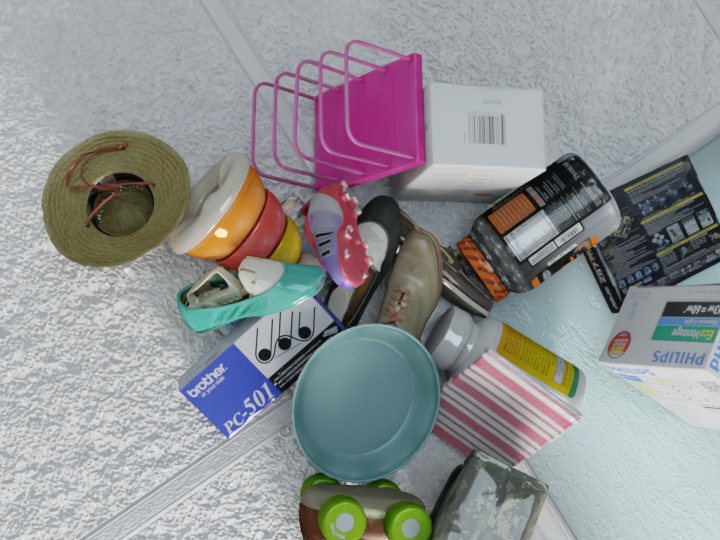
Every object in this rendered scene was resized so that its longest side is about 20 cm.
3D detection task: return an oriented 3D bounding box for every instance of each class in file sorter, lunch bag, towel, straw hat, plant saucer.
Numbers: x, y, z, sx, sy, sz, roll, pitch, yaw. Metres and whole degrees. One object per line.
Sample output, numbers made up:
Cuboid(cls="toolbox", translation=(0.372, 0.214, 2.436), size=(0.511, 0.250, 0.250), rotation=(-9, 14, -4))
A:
Cuboid(cls="file sorter", translation=(-0.033, -0.189, 1.314), size=(0.125, 0.199, 0.140), rotation=(8, 76, -40))
Cuboid(cls="lunch bag", translation=(0.140, 0.326, 1.296), size=(0.117, 0.200, 0.165), rotation=(25, 71, 7))
Cuboid(cls="towel", translation=(0.168, 0.179, 1.329), size=(0.146, 0.200, 0.030), rotation=(35, 49, -5))
Cuboid(cls="straw hat", translation=(-0.291, -0.073, 1.309), size=(0.199, 0.085, 0.203), rotation=(-4, 61, 8))
Cuboid(cls="plant saucer", translation=(0.003, 0.160, 1.300), size=(0.198, 0.036, 0.202), rotation=(-4, 101, -22))

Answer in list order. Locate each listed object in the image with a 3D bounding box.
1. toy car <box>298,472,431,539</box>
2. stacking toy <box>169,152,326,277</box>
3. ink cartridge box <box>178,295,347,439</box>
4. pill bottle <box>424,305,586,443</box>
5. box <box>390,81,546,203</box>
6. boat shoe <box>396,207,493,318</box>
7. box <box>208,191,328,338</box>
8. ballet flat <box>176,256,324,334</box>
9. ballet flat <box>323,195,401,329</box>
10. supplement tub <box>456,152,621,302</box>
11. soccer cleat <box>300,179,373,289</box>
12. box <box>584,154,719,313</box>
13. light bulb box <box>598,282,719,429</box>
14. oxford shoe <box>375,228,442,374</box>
Cuboid(cls="toy car", translation=(-0.007, 0.364, 1.278), size=(0.156, 0.164, 0.202), rotation=(8, 89, -12))
Cuboid(cls="stacking toy", translation=(-0.123, -0.035, 1.304), size=(0.200, 0.146, 0.147), rotation=(38, 74, -22))
Cuboid(cls="ink cartridge box", translation=(-0.121, 0.108, 1.301), size=(0.200, 0.044, 0.094), rotation=(-41, 110, 4))
Cuboid(cls="pill bottle", translation=(0.185, 0.132, 1.378), size=(0.199, 0.113, 0.113), rotation=(30, 76, -7))
Cuboid(cls="box", translation=(0.133, -0.160, 1.367), size=(0.151, 0.200, 0.107), rotation=(1, 82, -14))
Cuboid(cls="boat shoe", translation=(0.102, -0.011, 1.405), size=(0.199, 0.072, 0.060), rotation=(36, 78, 0))
Cuboid(cls="box", translation=(-0.117, 0.005, 1.367), size=(0.110, 0.035, 0.200), rotation=(44, 74, -3))
Cuboid(cls="ballet flat", translation=(-0.140, 0.022, 1.254), size=(0.071, 0.199, 0.068), rotation=(53, 31, -33))
Cuboid(cls="ballet flat", translation=(0.000, 0.000, 1.345), size=(0.068, 0.068, 0.201), rotation=(22, 96, 11))
Cuboid(cls="supplement tub", translation=(0.235, -0.054, 1.398), size=(0.199, 0.123, 0.123), rotation=(-35, 90, 4))
Cuboid(cls="soccer cleat", translation=(-0.034, -0.036, 1.282), size=(0.076, 0.201, 0.067), rotation=(-30, 125, 17))
Cuboid(cls="box", translation=(0.412, -0.052, 1.495), size=(0.199, 0.049, 0.162), rotation=(-26, 89, -15))
Cuboid(cls="light bulb box", translation=(0.463, 0.117, 1.380), size=(0.199, 0.198, 0.125), rotation=(33, 73, -23))
Cuboid(cls="oxford shoe", translation=(0.058, 0.048, 1.343), size=(0.070, 0.075, 0.202), rotation=(14, 102, 16))
